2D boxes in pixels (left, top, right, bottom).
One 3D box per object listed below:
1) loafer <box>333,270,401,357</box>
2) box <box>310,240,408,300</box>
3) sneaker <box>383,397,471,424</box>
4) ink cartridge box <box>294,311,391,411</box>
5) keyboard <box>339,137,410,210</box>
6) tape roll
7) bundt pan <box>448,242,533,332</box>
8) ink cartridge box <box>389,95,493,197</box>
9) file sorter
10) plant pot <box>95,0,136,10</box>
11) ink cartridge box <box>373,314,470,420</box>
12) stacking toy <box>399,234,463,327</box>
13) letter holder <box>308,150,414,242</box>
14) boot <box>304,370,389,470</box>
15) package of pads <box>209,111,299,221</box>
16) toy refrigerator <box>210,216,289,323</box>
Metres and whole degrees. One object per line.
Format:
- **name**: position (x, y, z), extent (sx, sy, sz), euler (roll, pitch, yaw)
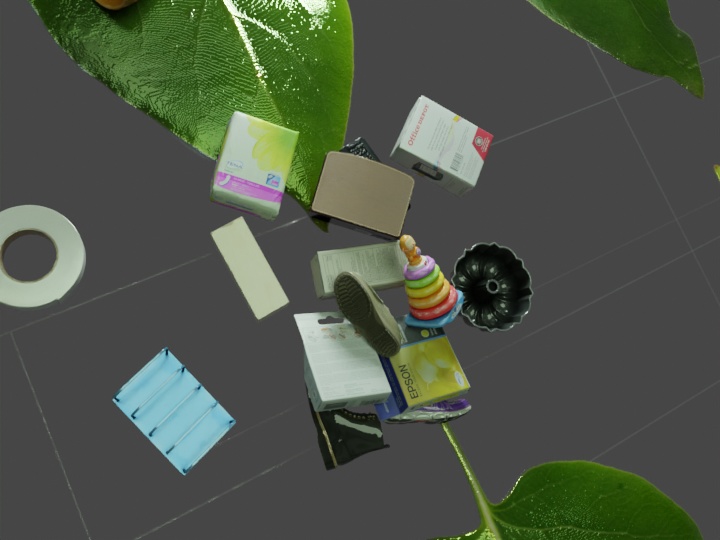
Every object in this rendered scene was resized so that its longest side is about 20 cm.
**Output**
- **loafer**: position (0.016, 0.085, 1.405), extent (0.075, 0.068, 0.201), euler (-30, 98, 21)
- **box**: position (0.000, 0.000, 1.470), extent (0.197, 0.078, 0.096), euler (-7, 79, -17)
- **sneaker**: position (0.139, 0.277, 1.445), extent (0.197, 0.081, 0.085), euler (4, 69, -15)
- **ink cartridge box**: position (-0.043, 0.177, 1.380), extent (0.158, 0.047, 0.202), euler (-1, 52, -30)
- **keyboard**: position (0.028, -0.202, 1.549), extent (0.104, 0.040, 0.201), euler (-36, 87, -21)
- **tape roll**: position (-0.633, -0.024, 1.317), extent (0.200, 0.037, 0.206), euler (4, 75, -15)
- **bundt pan**: position (0.281, 0.043, 1.541), extent (0.199, 0.076, 0.205), euler (4, 77, -15)
- **ink cartridge box**: position (0.188, -0.284, 1.590), extent (0.198, 0.086, 0.149), euler (27, 72, -7)
- **file sorter**: position (-0.346, 0.260, 1.285), extent (0.200, 0.123, 0.139), euler (46, 69, -1)
- **plant pot**: position (-0.486, -0.681, 1.450), extent (0.201, 0.200, 0.183), euler (48, 53, 0)
- **ink cartridge box**: position (0.101, 0.191, 1.440), extent (0.197, 0.047, 0.199), euler (-12, 61, -20)
- **stacking toy**: position (0.126, 0.011, 1.411), extent (0.116, 0.109, 0.202), euler (-49, 126, -38)
- **letter holder**: position (0.002, -0.160, 1.474), extent (0.197, 0.101, 0.144), euler (16, 86, -6)
- **boot**: position (-0.030, 0.283, 1.383), extent (0.136, 0.077, 0.203), euler (-15, 94, -6)
- **package of pads**: position (-0.229, -0.223, 1.465), extent (0.152, 0.068, 0.203), euler (17, 72, -13)
- **toy refrigerator**: position (-0.227, 0.001, 1.412), extent (0.075, 0.070, 0.202), euler (-29, 85, -13)
